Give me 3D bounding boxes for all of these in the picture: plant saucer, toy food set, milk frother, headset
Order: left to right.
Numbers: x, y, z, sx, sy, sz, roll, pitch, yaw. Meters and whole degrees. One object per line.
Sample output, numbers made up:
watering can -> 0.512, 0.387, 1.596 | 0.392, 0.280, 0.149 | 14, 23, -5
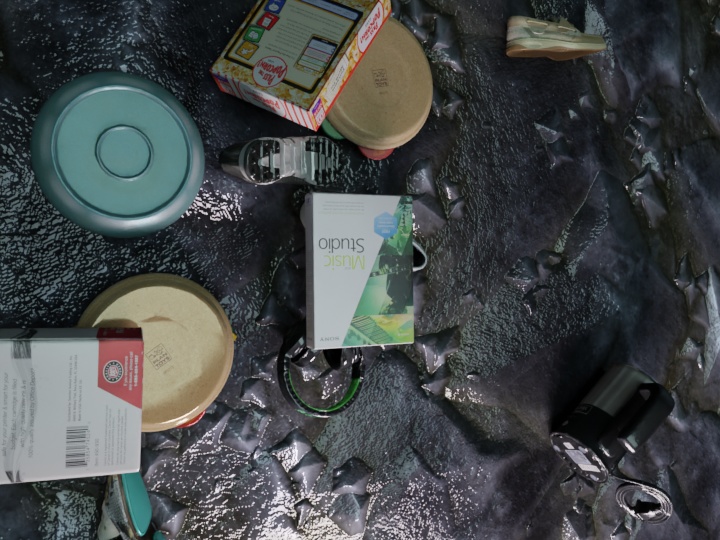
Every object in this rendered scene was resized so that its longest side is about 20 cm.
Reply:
plant saucer -> -0.284, -0.140, 0.732 | 0.199, 0.027, 0.201 | -1, 93, -27
toy food set -> -0.251, 0.104, 0.747 | 0.198, 0.049, 0.200 | 44, 72, -23
headset -> -0.045, 0.096, 0.829 | 0.123, 0.094, 0.201 | 11, 71, -28
toy food set -> 0.016, -0.264, 0.863 | 0.200, 0.049, 0.199 | -33, 104, -24
milk frother -> 0.474, 0.300, 1.063 | 0.188, 0.180, 0.200 | -40, 106, -20

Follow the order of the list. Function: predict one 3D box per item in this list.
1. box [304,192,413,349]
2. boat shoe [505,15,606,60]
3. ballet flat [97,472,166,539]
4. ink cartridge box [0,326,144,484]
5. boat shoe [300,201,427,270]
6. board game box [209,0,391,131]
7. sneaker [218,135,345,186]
box -> 0.000, 0.000, 0.803 | 0.144, 0.036, 0.201 | -1, 92, -22
boat shoe -> 0.331, -0.395, 1.024 | 0.199, 0.072, 0.065 | -7, 96, -22
ballet flat -> -0.275, 0.322, 0.736 | 0.072, 0.072, 0.201 | -27, 103, -24
ink cartridge box -> -0.334, 0.135, 0.637 | 0.199, 0.083, 0.148 | 2, 94, -21
boat shoe -> 0.012, -0.052, 0.866 | 0.200, 0.071, 0.070 | 25, 81, -26
board game box -> -0.074, -0.294, 0.777 | 0.151, 0.046, 0.201 | 27, 77, 16
sneaker -> -0.104, -0.146, 0.804 | 0.200, 0.090, 0.067 | -12, 108, -52
